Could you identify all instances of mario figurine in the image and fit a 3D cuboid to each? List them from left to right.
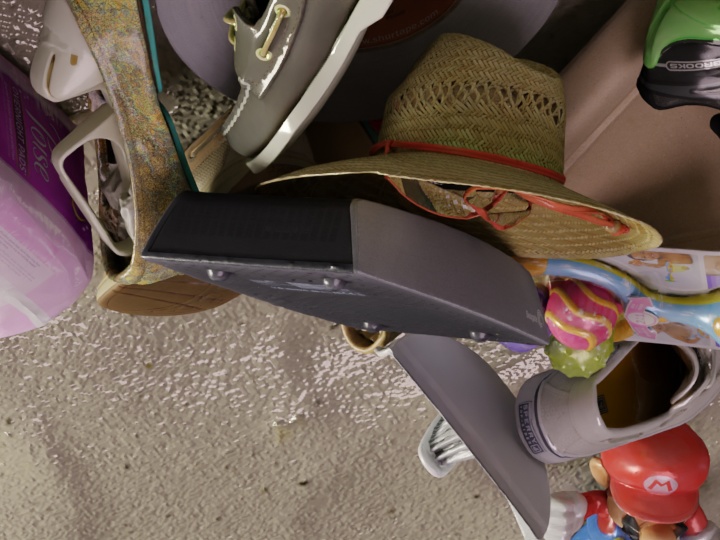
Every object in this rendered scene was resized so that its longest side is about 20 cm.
[{"bbox_3d":[0.183,0.179,1.369,0.123,0.106,0.201,-36,157,-25],"label":"mario figurine"}]

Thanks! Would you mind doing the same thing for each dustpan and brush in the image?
[{"bbox_3d":[0.062,0.086,1.201,0.057,0.200,0.140,-38,93,21],"label":"dustpan and brush"}]

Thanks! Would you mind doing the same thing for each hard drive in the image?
[{"bbox_3d":[0.000,0.000,1.001,0.134,0.043,0.200,4,171,31],"label":"hard drive"}]

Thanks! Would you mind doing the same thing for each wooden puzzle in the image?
[{"bbox_3d":[0.185,-0.074,1.103,0.185,0.037,0.200,-47,128,7],"label":"wooden puzzle"}]

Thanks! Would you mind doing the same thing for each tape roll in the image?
[{"bbox_3d":[-0.002,-0.163,0.962,0.198,0.067,0.201,-6,140,-5],"label":"tape roll"}]

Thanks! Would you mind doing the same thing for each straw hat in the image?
[{"bbox_3d":[0.053,-0.064,0.961,0.199,0.086,0.201,8,173,1],"label":"straw hat"}]

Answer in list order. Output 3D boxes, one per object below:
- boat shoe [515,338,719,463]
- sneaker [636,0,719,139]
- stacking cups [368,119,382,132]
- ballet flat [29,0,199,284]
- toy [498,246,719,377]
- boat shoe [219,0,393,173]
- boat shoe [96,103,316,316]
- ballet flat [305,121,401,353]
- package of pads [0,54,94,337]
[{"bbox_3d":[0.175,0.060,1.200,0.069,0.072,0.199,-18,179,44],"label":"boat shoe"},{"bbox_3d":[0.223,-0.092,1.047,0.198,0.077,0.084,17,119,-23],"label":"sneaker"},{"bbox_3d":[0.075,-0.049,1.110,0.060,0.061,0.199,-36,137,27],"label":"stacking cups"},{"bbox_3d":[-0.120,-0.078,0.969,0.070,0.071,0.201,-12,122,1],"label":"ballet flat"},{"bbox_3d":[0.125,0.027,1.104,0.198,0.048,0.115,1,151,14],"label":"toy"},{"bbox_3d":[-0.023,-0.117,0.909,0.060,0.072,0.202,32,141,-5],"label":"boat shoe"},{"bbox_3d":[-0.081,-0.032,1.099,0.071,0.065,0.200,9,152,-33],"label":"boat shoe"},{"bbox_3d":[-0.006,-0.020,1.116,0.063,0.068,0.201,-45,142,-15],"label":"ballet flat"},{"bbox_3d":[-0.209,-0.068,0.978,0.075,0.121,0.200,-26,138,17],"label":"package of pads"}]
